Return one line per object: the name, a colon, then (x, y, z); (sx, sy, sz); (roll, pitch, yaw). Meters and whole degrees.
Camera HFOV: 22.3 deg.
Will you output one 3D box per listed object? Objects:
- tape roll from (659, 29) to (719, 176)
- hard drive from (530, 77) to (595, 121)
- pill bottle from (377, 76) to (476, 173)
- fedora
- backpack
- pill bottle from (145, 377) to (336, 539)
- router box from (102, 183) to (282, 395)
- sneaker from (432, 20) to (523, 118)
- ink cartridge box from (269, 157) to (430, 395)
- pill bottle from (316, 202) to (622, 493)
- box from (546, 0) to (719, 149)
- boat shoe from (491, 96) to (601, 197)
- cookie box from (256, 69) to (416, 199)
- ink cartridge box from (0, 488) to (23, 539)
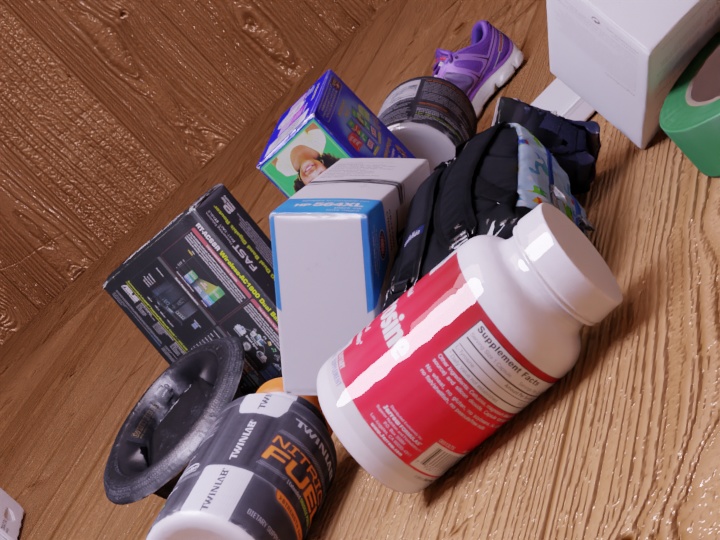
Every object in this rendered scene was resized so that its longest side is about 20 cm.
tape roll: (0.304, -0.154, 1.309); (0.200, 0.048, 0.201); (-43, 11, 10)
hard drive: (0.201, -0.163, 1.755); (0.200, 0.026, 0.132); (-45, 12, -3)
pill bottle: (0.065, -0.135, 1.889); (0.106, 0.106, 0.200); (-39, 12, 22)
fedora: (-0.145, 0.156, 1.667); (0.200, 0.092, 0.201); (-40, 21, 19)
backpack: (0.098, -0.025, 1.394); (0.163, 0.153, 0.201); (-43, 31, 27)
pill bottle: (-0.081, 0.165, 1.388); (0.106, 0.106, 0.200); (-36, 15, 34)
router box: (-0.128, 0.039, 1.745); (0.150, 0.200, 0.062); (-35, 8, 36)
sneaker: (0.102, -0.207, 2.105); (0.200, 0.083, 0.080); (-51, 13, -25)
ink cartridge box: (0.000, 0.000, 1.467); (0.083, 0.147, 0.200); (0, 16, 17)
pill bottle: (0.075, 0.050, 1.235); (0.200, 0.112, 0.112); (-41, 12, 17)
box: (0.232, -0.212, 1.421); (0.152, 0.106, 0.200); (-46, -16, -8)
boat shoe: (0.150, -0.076, 1.548); (0.200, 0.092, 0.075); (87, -163, -72)
cookie box: (0.009, -0.068, 1.653); (0.075, 0.200, 0.171); (-42, 11, 17)
ink cartridge box: (-0.522, 0.360, 2.285); (0.200, 0.084, 0.145); (-44, 12, 3)
